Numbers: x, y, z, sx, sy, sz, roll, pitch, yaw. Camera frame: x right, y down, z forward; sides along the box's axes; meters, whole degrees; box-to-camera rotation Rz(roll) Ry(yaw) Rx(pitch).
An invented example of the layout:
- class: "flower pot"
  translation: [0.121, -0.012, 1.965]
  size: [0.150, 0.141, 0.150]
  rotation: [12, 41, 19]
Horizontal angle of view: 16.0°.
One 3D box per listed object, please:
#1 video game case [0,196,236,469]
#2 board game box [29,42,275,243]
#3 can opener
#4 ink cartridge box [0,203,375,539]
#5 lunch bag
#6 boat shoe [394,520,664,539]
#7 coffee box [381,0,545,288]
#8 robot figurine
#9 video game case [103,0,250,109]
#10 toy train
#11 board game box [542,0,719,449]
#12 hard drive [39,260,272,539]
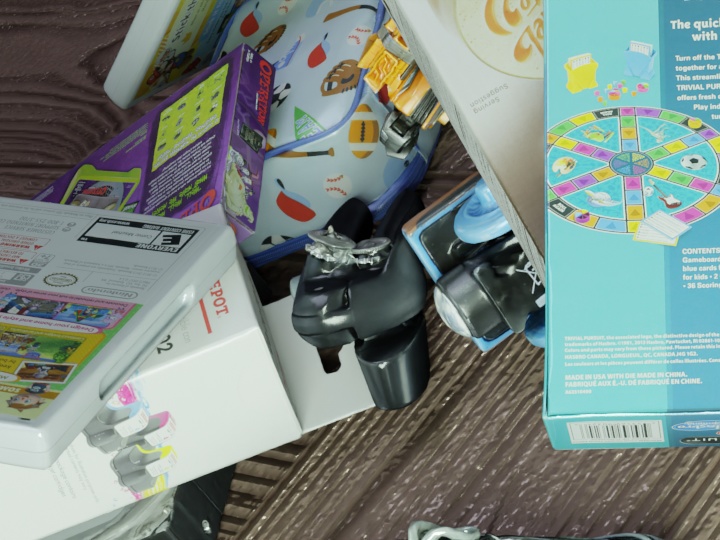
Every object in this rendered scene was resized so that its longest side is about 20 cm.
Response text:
- class: "video game case"
  translation: [-0.180, 0.019, 1.112]
  size: [0.199, 0.022, 0.182]
  rotation: [7, 31, 22]
- class: "board game box"
  translation: [-0.124, -0.022, 1.305]
  size: [0.199, 0.032, 0.121]
  rotation: [-32, 32, 33]
- class: "can opener"
  translation: [0.000, 0.000, 1.177]
  size: [0.063, 0.079, 0.200]
  rotation: [-2, 19, 2]
- class: "ink cartridge box"
  translation: [-0.098, 0.042, 1.169]
  size: [0.199, 0.068, 0.115]
  rotation: [-21, 33, -1]
- class: "lunch bag"
  translation: [-0.026, -0.092, 1.368]
  size: [0.160, 0.076, 0.201]
  rotation: [-23, 31, 34]
- class: "boat shoe"
  translation: [0.026, 0.128, 0.954]
  size: [0.198, 0.068, 0.074]
  rotation: [-18, 33, 35]
- class: "coffee box"
  translation: [0.082, -0.095, 1.020]
  size: [0.114, 0.080, 0.201]
  rotation: [-29, 67, -1]
- class: "robot figurine"
  translation: [0.058, -0.132, 1.245]
  size: [0.145, 0.058, 0.200]
  rotation: [-52, -2, 27]
- class: "video game case"
  translation: [-0.047, -0.191, 1.428]
  size: [0.182, 0.023, 0.200]
  rotation: [-32, -18, -42]
- class: "toy train"
  translation: [0.108, -0.045, 1.109]
  size: [0.200, 0.087, 0.114]
  rotation: [-37, 21, -3]
- class: "board game box"
  translation: [0.141, -0.039, 0.920]
  size: [0.150, 0.047, 0.202]
  rotation: [-1, 71, 8]
- class: "hard drive"
  translation: [-0.118, 0.089, 1.241]
  size: [0.139, 0.038, 0.201]
  rotation: [-24, 29, 27]
